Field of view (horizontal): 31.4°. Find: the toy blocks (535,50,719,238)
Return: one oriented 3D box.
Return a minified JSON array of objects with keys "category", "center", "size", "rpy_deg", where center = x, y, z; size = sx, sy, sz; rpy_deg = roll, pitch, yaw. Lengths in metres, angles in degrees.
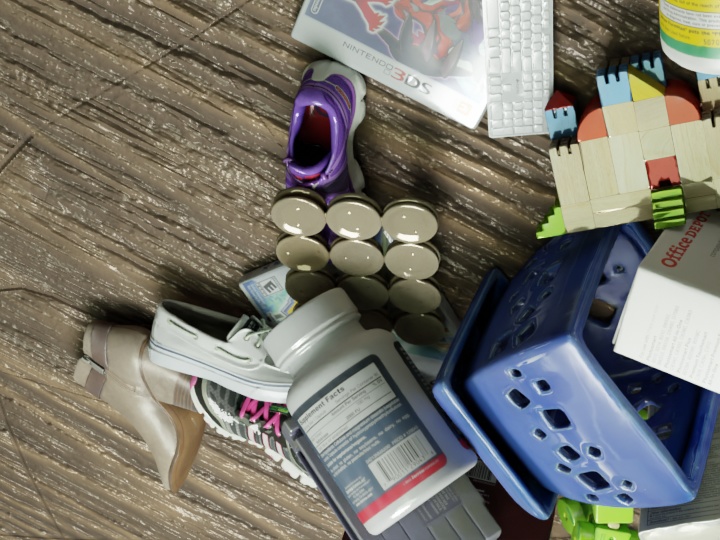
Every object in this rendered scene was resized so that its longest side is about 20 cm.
[{"category":"toy blocks","center":[0.229,-0.114,1.045],"size":[0.198,0.100,0.138],"rpy_deg":[-10,110,18]}]

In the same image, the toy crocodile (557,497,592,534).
[{"category":"toy crocodile","center":[0.238,0.266,1.322],"size":[0.067,0.062,0.201],"rpy_deg":[-19,121,-13]}]

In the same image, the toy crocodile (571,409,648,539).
[{"category":"toy crocodile","center":[0.242,0.228,1.238],"size":[0.067,0.062,0.202],"rpy_deg":[5,101,1]}]

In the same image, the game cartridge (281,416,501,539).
[{"category":"game cartridge","center":[0.029,0.199,1.217],"size":[0.201,0.129,0.038],"rpy_deg":[54,150,22]}]

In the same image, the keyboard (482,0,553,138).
[{"category":"keyboard","center":[0.128,-0.190,1.038],"size":[0.056,0.011,0.201],"rpy_deg":[-8,133,0]}]

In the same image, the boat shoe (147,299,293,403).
[{"category":"boat shoe","center":[-0.116,0.078,1.263],"size":[0.198,0.074,0.067],"rpy_deg":[11,114,6]}]

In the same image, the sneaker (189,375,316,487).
[{"category":"sneaker","center":[-0.082,0.152,1.318],"size":[0.200,0.074,0.087],"rpy_deg":[39,146,-17]}]

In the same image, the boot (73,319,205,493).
[{"category":"boot","center":[-0.241,0.141,1.383],"size":[0.145,0.070,0.201],"rpy_deg":[24,126,8]}]

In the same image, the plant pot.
[{"category":"plant pot","center":[0.189,0.090,1.132],"size":[0.179,0.200,0.200],"rpy_deg":[-24,114,37]}]

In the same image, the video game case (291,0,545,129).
[{"category":"video game case","center":[0.057,-0.235,1.050],"size":[0.181,0.023,0.201],"rpy_deg":[26,127,-2]}]

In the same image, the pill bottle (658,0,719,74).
[{"category":"pill bottle","center":[0.267,-0.253,0.916],"size":[0.112,0.113,0.201],"rpy_deg":[0,123,17]}]

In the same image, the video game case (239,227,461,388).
[{"category":"video game case","center":[0.004,0.056,1.269],"size":[0.181,0.022,0.201],"rpy_deg":[-21,115,28]}]

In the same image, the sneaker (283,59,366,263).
[{"category":"sneaker","center":[-0.044,-0.087,1.143],"size":[0.080,0.084,0.201],"rpy_deg":[12,126,17]}]

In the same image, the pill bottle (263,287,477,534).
[{"category":"pill bottle","center":[0.003,0.122,1.151],"size":[0.120,0.119,0.201],"rpy_deg":[-42,77,35]}]

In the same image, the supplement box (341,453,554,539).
[{"category":"supplement box","center":[0.086,0.283,1.277],"size":[0.196,0.201,0.133],"rpy_deg":[12,137,9]}]

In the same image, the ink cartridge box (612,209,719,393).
[{"category":"ink cartridge box","center":[0.319,0.036,1.006],"size":[0.199,0.146,0.085],"rpy_deg":[22,123,19]}]

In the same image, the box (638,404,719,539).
[{"category":"box","center":[0.309,0.185,1.151],"size":[0.094,0.200,0.078],"rpy_deg":[-15,119,26]}]

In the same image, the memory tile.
[{"category":"memory tile","center":[0.000,0.000,1.172],"size":[0.152,0.017,0.201],"rpy_deg":[3,140,9]}]
